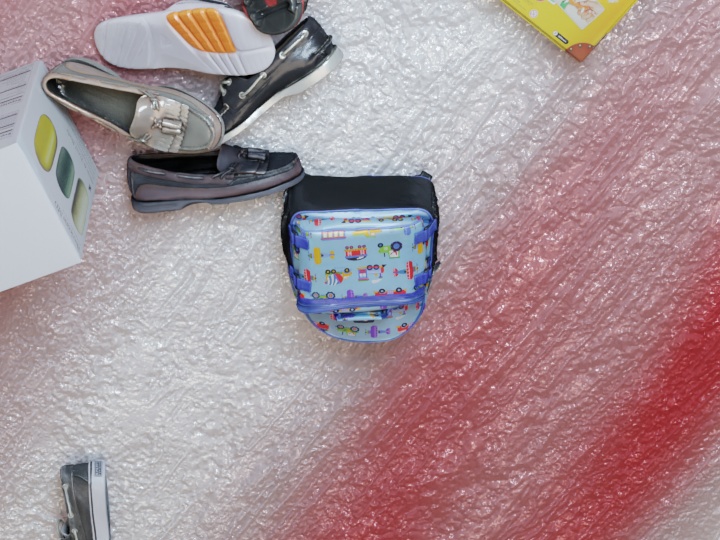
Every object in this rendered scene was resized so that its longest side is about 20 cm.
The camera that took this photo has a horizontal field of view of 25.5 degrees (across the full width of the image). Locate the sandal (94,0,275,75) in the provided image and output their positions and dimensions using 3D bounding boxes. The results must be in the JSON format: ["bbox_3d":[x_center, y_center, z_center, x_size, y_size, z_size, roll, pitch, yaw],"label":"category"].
[{"bbox_3d":[-0.183,-0.255,1.678,0.205,0.059,0.080,5,130,19],"label":"sandal"}]

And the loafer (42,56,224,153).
[{"bbox_3d":[-0.244,-0.168,1.682,0.199,0.063,0.072,21,111,10],"label":"loafer"}]

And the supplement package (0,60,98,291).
[{"bbox_3d":[-0.381,-0.094,1.676,0.150,0.201,0.153,-19,120,8],"label":"supplement package"}]

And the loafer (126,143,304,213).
[{"bbox_3d":[-0.163,-0.110,1.756,0.198,0.072,0.063,-10,116,6],"label":"loafer"}]

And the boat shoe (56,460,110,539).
[{"bbox_3d":[-0.349,0.332,1.999,0.067,0.074,0.201,-2,120,-7],"label":"boat shoe"}]

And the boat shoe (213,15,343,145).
[{"bbox_3d":[-0.114,-0.198,1.703,0.199,0.074,0.060,-31,112,18],"label":"boat shoe"}]

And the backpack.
[{"bbox_3d":[0.000,0.000,1.792,0.181,0.135,0.201,0,123,-2],"label":"backpack"}]

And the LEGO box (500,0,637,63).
[{"bbox_3d":[0.200,-0.337,1.635,0.199,0.077,0.149,35,113,-20],"label":"LEGO box"}]

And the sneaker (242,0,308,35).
[{"bbox_3d":[-0.100,-0.341,1.623,0.070,0.098,0.202,-15,97,17],"label":"sneaker"}]
